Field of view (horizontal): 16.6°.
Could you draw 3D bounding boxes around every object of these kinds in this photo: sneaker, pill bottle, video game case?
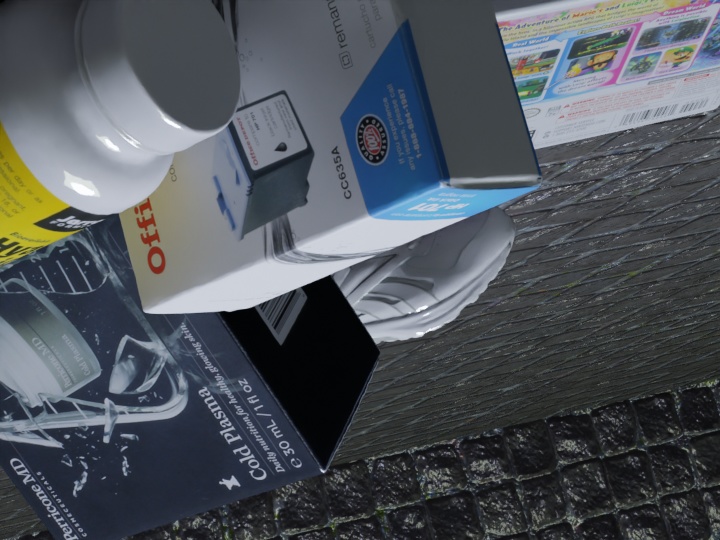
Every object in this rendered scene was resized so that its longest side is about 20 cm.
[{"bbox_3d":[0.000,0.000,1.547,0.199,0.100,0.078,-28,-165,4],"label":"sneaker"},{"bbox_3d":[-0.156,-0.068,1.143,0.199,0.112,0.111,-22,168,34],"label":"pill bottle"},{"bbox_3d":[0.142,-0.127,1.435,0.199,0.024,0.182,-13,157,-15],"label":"video game case"}]

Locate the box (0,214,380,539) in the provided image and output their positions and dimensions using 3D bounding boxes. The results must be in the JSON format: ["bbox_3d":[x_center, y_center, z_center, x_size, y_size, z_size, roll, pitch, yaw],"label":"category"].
[{"bbox_3d":[-0.130,0.034,1.430,0.196,0.201,0.124,-20,-155,31],"label":"box"}]

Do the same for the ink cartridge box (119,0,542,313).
[{"bbox_3d":[-0.028,-0.077,1.180,0.199,0.147,0.086,-22,169,37],"label":"ink cartridge box"}]
